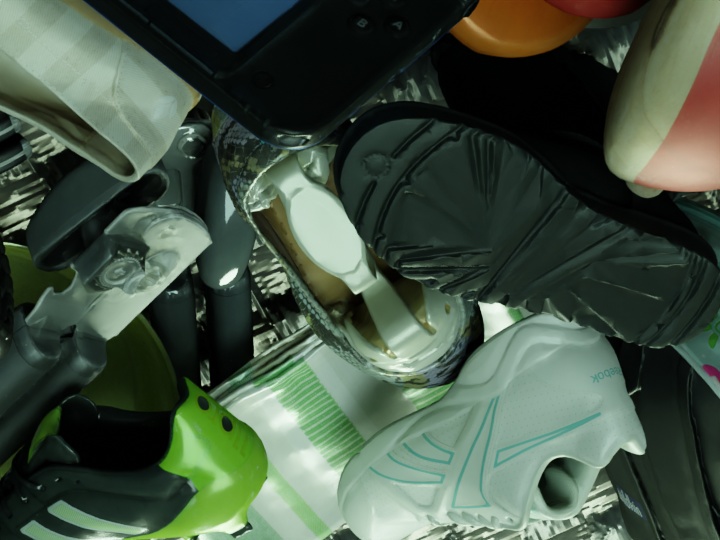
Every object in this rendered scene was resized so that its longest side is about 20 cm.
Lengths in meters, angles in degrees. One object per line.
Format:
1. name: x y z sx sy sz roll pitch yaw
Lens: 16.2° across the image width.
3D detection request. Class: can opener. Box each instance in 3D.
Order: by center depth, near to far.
1. can opener: -0.144 0.023 1.124 0.200 0.067 0.053 -42 145 27
2. can opener: -0.074 0.016 1.172 0.052 0.067 0.201 -6 131 -8

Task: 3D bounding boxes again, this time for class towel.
1. towel: -0.001 0.068 1.216 0.199 0.023 0.153 -36 143 1

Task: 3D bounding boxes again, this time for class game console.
1. game console: -0.037 -0.176 0.950 0.171 0.200 0.119 -42 162 -33

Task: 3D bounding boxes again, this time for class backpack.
1. backpack: 0.181 0.060 1.198 0.150 0.177 0.201 -40 124 -13

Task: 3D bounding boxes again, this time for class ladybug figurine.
1. ladybug figurine: 0.161 -0.107 0.994 0.072 0.136 0.201 32 123 10

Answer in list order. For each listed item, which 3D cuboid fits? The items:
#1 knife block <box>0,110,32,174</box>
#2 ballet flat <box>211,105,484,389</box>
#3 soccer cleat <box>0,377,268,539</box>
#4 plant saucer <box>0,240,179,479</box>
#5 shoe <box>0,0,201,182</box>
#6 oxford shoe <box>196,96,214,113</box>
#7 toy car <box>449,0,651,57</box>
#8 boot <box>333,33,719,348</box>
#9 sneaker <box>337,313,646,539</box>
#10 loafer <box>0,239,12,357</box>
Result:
1. knife block: -0.247 -0.039 1.083 0.175 0.064 0.201 21 117 -25
2. ballet flat: 0.000 0.000 1.095 0.072 0.072 0.201 -31 128 8
3. soccer cleat: -0.134 0.099 1.130 0.199 0.068 0.081 -22 124 25
4. plant saucer: -0.184 0.063 1.185 0.198 0.031 0.201 -4 123 -6
5. shoe: -0.156 -0.103 1.003 0.199 0.054 0.070 30 157 -12
6. oxford shoe: -0.093 -0.128 1.065 0.200 0.071 0.072 43 72 -42
7. toy car: 0.088 -0.176 1.020 0.174 0.150 0.201 20 118 -25
8. boot: 0.064 -0.053 1.093 0.197 0.163 0.074 21 119 -25
9. sneaker: 0.056 0.091 1.172 0.070 0.081 0.200 -18 163 -40
10. loafer: -0.212 -0.033 1.012 0.071 0.073 0.200 -28 122 15
